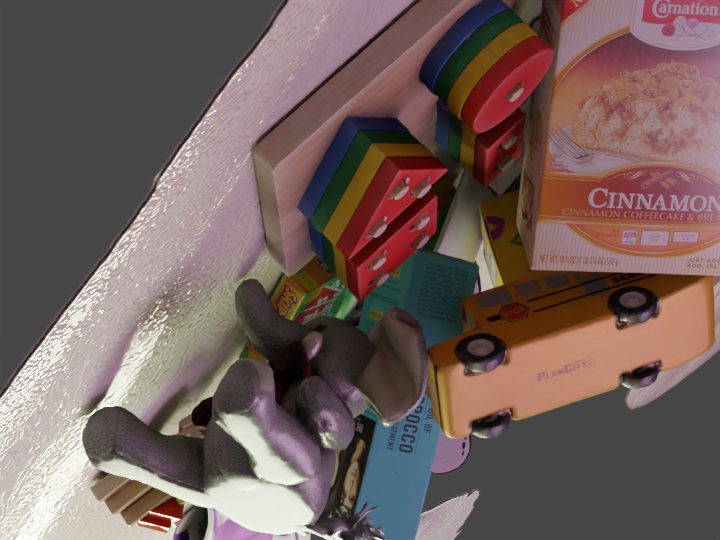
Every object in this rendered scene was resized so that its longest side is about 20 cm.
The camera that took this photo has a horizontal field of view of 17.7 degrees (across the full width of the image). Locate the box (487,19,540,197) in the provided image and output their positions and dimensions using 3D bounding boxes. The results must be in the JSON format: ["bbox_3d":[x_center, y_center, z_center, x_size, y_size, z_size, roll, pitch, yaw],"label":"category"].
[{"bbox_3d":[0.151,-0.123,1.654,0.117,0.060,0.200,-51,165,23],"label":"box"}]

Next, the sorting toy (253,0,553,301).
[{"bbox_3d":[0.035,-0.080,1.421,0.200,0.070,0.199,-42,166,-12],"label":"sorting toy"}]

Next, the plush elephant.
[{"bbox_3d":[-0.045,0.080,1.483,0.164,0.200,0.155,-27,-142,44],"label":"plush elephant"}]

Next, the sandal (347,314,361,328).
[{"bbox_3d":[0.015,0.064,1.751,0.059,0.079,0.207,-62,176,-16],"label":"sandal"}]

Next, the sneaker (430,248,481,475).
[{"bbox_3d":[0.047,0.055,1.857,0.067,0.108,0.202,-9,116,-18],"label":"sneaker"}]

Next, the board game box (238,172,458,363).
[{"bbox_3d":[0.000,0.000,1.644,0.200,0.030,0.096,-35,163,-44],"label":"board game box"}]

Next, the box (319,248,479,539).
[{"bbox_3d":[0.023,0.084,1.566,0.082,0.049,0.201,-162,-95,-71],"label":"box"}]

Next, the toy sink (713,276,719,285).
[{"bbox_3d":[0.239,-0.036,1.936,0.200,0.131,0.112,-35,-167,-31],"label":"toy sink"}]

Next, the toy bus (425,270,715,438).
[{"bbox_3d":[0.134,0.042,1.511,0.199,0.078,0.065,-17,127,-12],"label":"toy bus"}]

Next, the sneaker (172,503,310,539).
[{"bbox_3d":[-0.103,0.199,1.838,0.114,0.073,0.201,-36,153,-20],"label":"sneaker"}]

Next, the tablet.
[{"bbox_3d":[0.056,0.025,1.676,0.130,0.014,0.201,34,76,-77],"label":"tablet"}]

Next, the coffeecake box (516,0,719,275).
[{"bbox_3d":[0.187,-0.103,1.460,0.073,0.153,0.201,-100,-167,-64],"label":"coffeecake box"}]

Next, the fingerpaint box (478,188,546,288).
[{"bbox_3d":[0.173,-0.022,1.655,0.166,0.074,0.200,-18,170,0],"label":"fingerpaint box"}]

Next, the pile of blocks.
[{"bbox_3d":[-0.086,0.124,1.603,0.200,0.062,0.082,-33,169,-11],"label":"pile of blocks"}]
